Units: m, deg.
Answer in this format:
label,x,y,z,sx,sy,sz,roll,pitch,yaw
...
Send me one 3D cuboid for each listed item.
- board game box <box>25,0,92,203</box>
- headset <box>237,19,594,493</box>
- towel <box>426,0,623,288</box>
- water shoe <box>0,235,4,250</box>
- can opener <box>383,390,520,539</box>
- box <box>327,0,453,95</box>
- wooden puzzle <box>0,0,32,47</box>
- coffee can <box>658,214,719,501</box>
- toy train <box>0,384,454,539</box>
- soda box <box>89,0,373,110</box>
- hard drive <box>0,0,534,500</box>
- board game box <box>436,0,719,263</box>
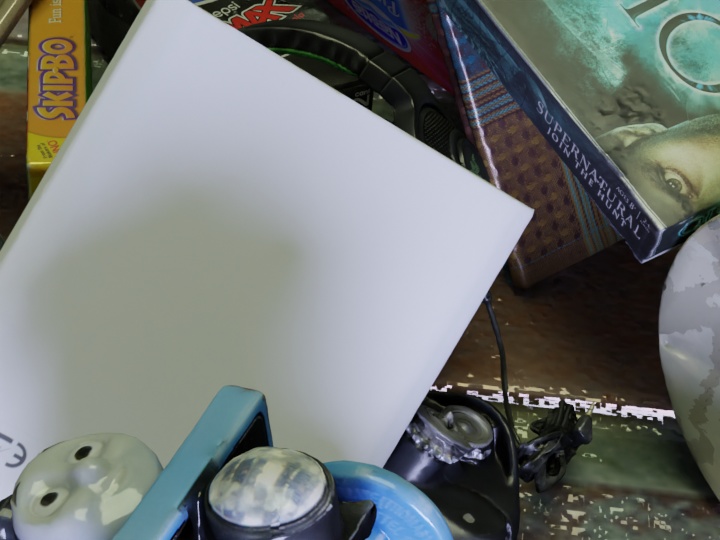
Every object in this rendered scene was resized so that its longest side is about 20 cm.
label,x,y,z,sx,sy,sz,roll,pitch,yaw
board game box,-0.117,-0.067,0.827,0.030,0.096,0.200,0,41,-5
headset,0.000,0.000,0.745,0.200,0.124,0.094,40,21,3
towel,0.123,-0.095,0.846,0.200,0.147,0.022,-25,20,-22
water shoe,-0.172,0.069,0.665,0.079,0.071,0.200,3,65,52
can opener,-0.024,0.036,0.699,0.200,0.079,0.063,44,27,17
box,0.036,-0.155,0.924,0.095,0.100,0.200,-41,56,-13
wooden puzzle,-0.235,-0.097,0.766,0.199,0.046,0.186,20,58,11
coffee can,0.226,0.011,0.737,0.200,0.147,0.146,-26,50,-30
toy train,-0.035,0.121,0.550,0.114,0.200,0.087,9,41,21
soda box,-0.067,-0.105,0.895,0.063,0.071,0.200,-17,46,-22
hard drive,-0.054,0.035,0.628,0.132,0.200,0.027,30,3,-15
board game box,0.099,-0.110,0.770,0.135,0.028,0.200,-28,68,-22
